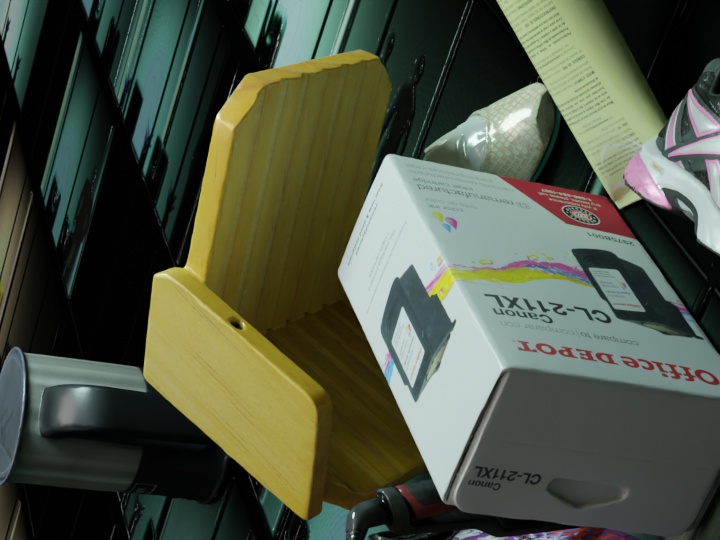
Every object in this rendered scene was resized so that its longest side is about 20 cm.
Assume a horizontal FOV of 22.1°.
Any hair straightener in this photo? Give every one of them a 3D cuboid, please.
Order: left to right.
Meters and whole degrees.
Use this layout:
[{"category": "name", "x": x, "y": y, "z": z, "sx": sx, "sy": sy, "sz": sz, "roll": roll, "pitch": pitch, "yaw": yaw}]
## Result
[{"category": "hair straightener", "x": 0.048, "y": 0.131, "z": 0.916, "sx": 0.041, "sy": 0.199, "sz": 0.077, "roll": 47, "pitch": 125, "yaw": 26}]

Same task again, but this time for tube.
[{"category": "tube", "x": 0.111, "y": -0.128, "z": 0.991, "sx": 0.201, "sy": 0.052, "sz": 0.058, "roll": 61, "pitch": -165, "yaw": 0}]

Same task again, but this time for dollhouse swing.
[{"category": "dollhouse swing", "x": 0.000, "y": 0.000, "z": 1.063, "sx": 0.182, "sy": 0.200, "sz": 0.176, "roll": 39, "pitch": 119, "yaw": 18}]

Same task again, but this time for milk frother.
[{"category": "milk frother", "x": -0.203, "y": 0.083, "z": 1.577, "sx": 0.181, "sy": 0.187, "sz": 0.201, "roll": 132, "pitch": 140, "yaw": -52}]

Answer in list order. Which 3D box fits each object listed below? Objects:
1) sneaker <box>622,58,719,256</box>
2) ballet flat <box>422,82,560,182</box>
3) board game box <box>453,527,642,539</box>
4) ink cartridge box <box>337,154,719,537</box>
[{"category": "sneaker", "x": 0.189, "y": -0.045, "z": 0.830, "sx": 0.087, "sy": 0.080, "sz": 0.200, "roll": -65, "pitch": 32, "yaw": 13}, {"category": "ballet flat", "x": 0.056, "y": -0.046, "z": 1.162, "sx": 0.200, "sy": 0.062, "sz": 0.068, "roll": 124, "pitch": 146, "yaw": -46}, {"category": "board game box", "x": 0.086, "y": 0.159, "z": 0.946, "sx": 0.200, "sy": 0.119, "sz": 0.032, "roll": -169, "pitch": 73, "yaw": -67}, {"category": "ink cartridge box", "x": 0.090, "y": 0.035, "z": 0.946, "sx": 0.200, "sy": 0.145, "sz": 0.083, "roll": -117, "pitch": 42, "yaw": -53}]
